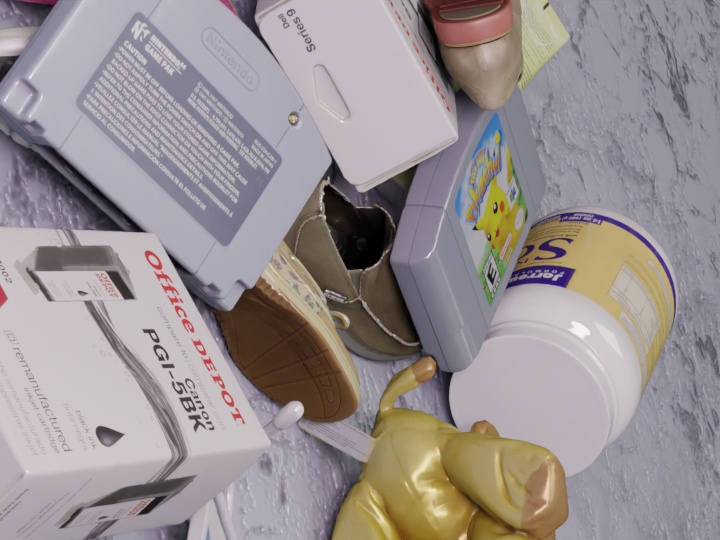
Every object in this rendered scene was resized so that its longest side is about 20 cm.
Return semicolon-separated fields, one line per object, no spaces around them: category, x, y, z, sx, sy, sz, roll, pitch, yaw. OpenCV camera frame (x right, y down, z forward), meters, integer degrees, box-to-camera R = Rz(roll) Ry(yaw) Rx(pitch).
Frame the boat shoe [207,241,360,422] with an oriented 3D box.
boat shoe;-0.058;0.010;1.191;0.201;0.073;0.063;56;36;-24

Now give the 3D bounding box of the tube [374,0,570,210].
tube;0.084;-0.131;1.422;0.200;0.052;0.058;-51;168;-15

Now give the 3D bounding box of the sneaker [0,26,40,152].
sneaker;-0.151;-0.110;1.121;0.199;0.076;0.081;7;29;-44

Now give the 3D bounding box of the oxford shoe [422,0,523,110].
oxford shoe;0.082;-0.164;1.332;0.200;0.070;0.075;-70;148;-69

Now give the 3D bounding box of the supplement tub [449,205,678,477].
supplement tub;0.155;0.055;1.444;0.146;0.145;0.200;62;31;-16

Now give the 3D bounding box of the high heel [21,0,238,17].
high heel;-0.145;-0.159;1.170;0.200;0.067;0.097;47;62;-53

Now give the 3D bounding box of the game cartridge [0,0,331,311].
game cartridge;-0.105;-0.086;1.078;0.200;0.041;0.134;45;65;-36

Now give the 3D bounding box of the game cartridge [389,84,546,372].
game cartridge;0.080;-0.045;1.346;0.201;0.040;0.134;-65;143;-36

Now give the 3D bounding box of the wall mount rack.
wall mount rack;-0.065;0.170;1.045;0.174;0.074;0.201;81;13;-53

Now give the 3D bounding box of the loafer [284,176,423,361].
loafer;0.000;0.000;1.294;0.200;0.069;0.076;36;45;-45

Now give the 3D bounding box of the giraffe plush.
giraffe plush;0.064;0.167;1.262;0.200;0.173;0.162;47;7;29

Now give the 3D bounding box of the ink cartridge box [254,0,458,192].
ink cartridge box;0.000;-0.166;1.316;0.147;0.084;0.200;58;14;-23

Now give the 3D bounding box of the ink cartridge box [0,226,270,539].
ink cartridge box;-0.157;0.057;0.958;0.199;0.083;0.147;0;54;-59
